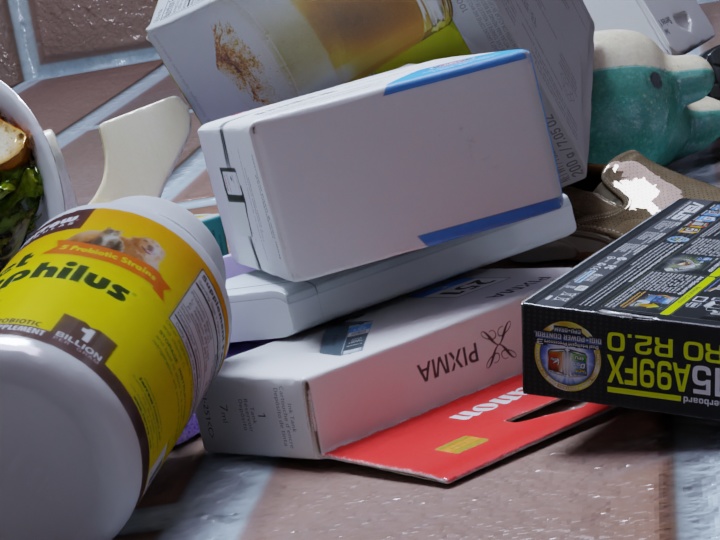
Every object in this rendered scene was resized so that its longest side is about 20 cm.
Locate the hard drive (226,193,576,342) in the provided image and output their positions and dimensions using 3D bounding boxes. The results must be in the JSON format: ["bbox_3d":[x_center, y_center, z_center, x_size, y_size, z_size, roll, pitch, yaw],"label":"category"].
[{"bbox_3d":[0.000,0.000,1.292,0.200,0.027,0.132,-18,6,-38],"label":"hard drive"}]

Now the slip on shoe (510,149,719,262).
[{"bbox_3d":[0.163,-0.040,1.439,0.076,0.061,0.200,-19,14,-40],"label":"slip on shoe"}]

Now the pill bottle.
[{"bbox_3d":[-0.123,0.040,1.089,0.109,0.110,0.200,-7,22,17],"label":"pill bottle"}]

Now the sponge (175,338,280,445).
[{"bbox_3d":[-0.089,0.051,1.300,0.111,0.030,0.200,-4,12,31],"label":"sponge"}]

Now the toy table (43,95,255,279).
[{"bbox_3d":[-0.166,-0.016,1.402,0.199,0.118,0.184,-21,1,-21],"label":"toy table"}]

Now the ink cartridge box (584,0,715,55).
[{"bbox_3d":[0.145,-0.153,1.792,0.200,0.084,0.145,-30,0,23],"label":"ink cartridge box"}]

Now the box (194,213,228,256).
[{"bbox_3d":[-0.183,0.010,1.543,0.200,0.049,0.082,-20,14,-39],"label":"box"}]

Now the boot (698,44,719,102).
[{"bbox_3d":[0.279,-0.134,1.828,0.200,0.070,0.131,-2,-1,-45],"label":"boot"}]

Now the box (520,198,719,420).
[{"bbox_3d":[0.183,0.017,1.103,0.160,0.044,0.200,7,18,26],"label":"box"}]

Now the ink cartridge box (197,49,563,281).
[{"bbox_3d":[0.005,-0.056,1.257,0.145,0.085,0.200,-16,5,-9],"label":"ink cartridge box"}]

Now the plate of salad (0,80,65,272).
[{"bbox_3d":[-0.237,-0.013,1.320,0.199,0.201,0.048,-2,-3,37],"label":"plate of salad"}]

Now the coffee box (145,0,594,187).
[{"bbox_3d":[0.013,-0.146,1.481,0.197,0.200,0.200,-21,28,19],"label":"coffee box"}]

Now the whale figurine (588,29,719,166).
[{"bbox_3d":[0.178,-0.092,1.659,0.159,0.104,0.200,-23,-22,34],"label":"whale figurine"}]

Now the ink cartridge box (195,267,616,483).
[{"bbox_3d":[0.048,0.044,1.164,0.200,0.045,0.176,-20,13,-39],"label":"ink cartridge box"}]
